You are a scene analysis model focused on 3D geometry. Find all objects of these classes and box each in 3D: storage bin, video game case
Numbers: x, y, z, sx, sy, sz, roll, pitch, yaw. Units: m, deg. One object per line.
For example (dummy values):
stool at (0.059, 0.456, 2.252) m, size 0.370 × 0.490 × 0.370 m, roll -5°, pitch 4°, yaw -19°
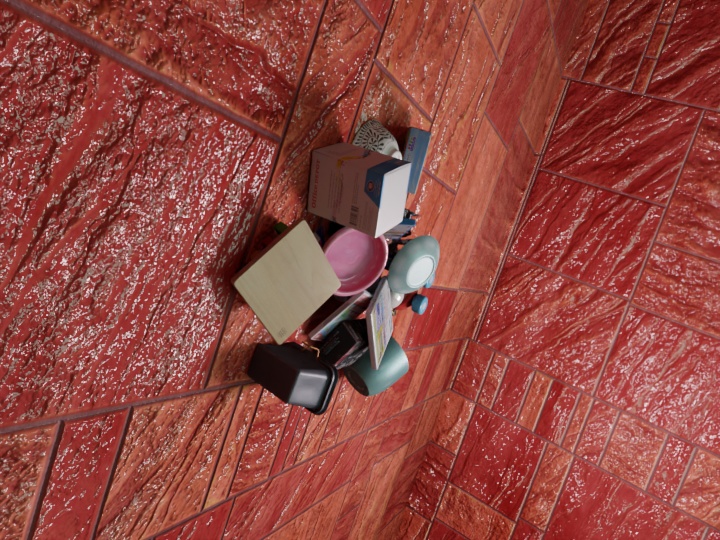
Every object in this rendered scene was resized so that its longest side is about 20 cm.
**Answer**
storage bin at (-0.168, 0.244, 1.290) m, size 0.133 × 0.196 × 0.150 m, roll 24°, pitch 89°, yaw -55°
video game case at (0.055, -0.111, 1.411) m, size 0.200 × 0.138 × 0.019 m, roll 142°, pitch -51°, yaw -79°
video game case at (0.057, 0.151, 1.565) m, size 0.184 × 0.021 × 0.206 m, roll -61°, pitch 150°, yaw -52°
video game case at (-0.047, 0.131, 1.516) m, size 0.198 × 0.018 × 0.143 m, roll -40°, pitch 161°, yaw 7°

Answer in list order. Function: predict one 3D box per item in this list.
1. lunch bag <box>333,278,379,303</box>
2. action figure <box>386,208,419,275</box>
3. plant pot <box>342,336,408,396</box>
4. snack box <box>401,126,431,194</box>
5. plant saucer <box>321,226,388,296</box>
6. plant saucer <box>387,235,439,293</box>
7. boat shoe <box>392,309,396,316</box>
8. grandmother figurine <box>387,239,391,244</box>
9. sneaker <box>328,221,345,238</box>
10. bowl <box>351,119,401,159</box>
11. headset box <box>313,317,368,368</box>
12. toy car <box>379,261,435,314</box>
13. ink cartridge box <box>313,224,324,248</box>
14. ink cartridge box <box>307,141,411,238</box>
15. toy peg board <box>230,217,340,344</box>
lunch bag at (0.000, 0.000, 1.561) m, size 0.159 × 0.081 × 0.207 m, roll -2°, pitch 110°, yaw -60°
action figure at (0.132, -0.078, 1.607) m, size 0.118 × 0.099 × 0.208 m, roll 21°, pitch 79°, yaw -69°
plant pot at (0.037, 0.311, 1.755) m, size 0.160 × 0.198 × 0.205 m, roll -39°, pitch 144°, yaw -28°
snack box at (0.146, -0.318, 1.532) m, size 0.200 × 0.065 × 0.174 m, roll -75°, pitch 180°, yaw -77°
plant saucer at (-0.024, -0.033, 1.357) m, size 0.195 × 0.051 × 0.206 m, roll -16°, pitch 129°, yaw -21°
plant saucer at (0.170, -0.006, 1.588) m, size 0.196 × 0.039 × 0.206 m, roll -23°, pitch 133°, yaw -26°
boat shoe at (0.098, 0.144, 1.886) m, size 0.070 × 0.069 × 0.207 m, roll -21°, pitch 127°, yaw -56°
grandmother figurine at (0.075, -0.129, 1.644) m, size 0.202 × 0.058 × 0.125 m, roll 63°, pitch 27°, yaw -55°
sneaker at (-0.043, -0.057, 1.437) m, size 0.082 × 0.070 × 0.206 m, roll -36°, pitch 141°, yaw -52°
bowl at (0.051, -0.285, 1.422) m, size 0.201 × 0.092 × 0.206 m, roll -45°, pitch 147°, yaw -40°
headset box at (-0.043, 0.221, 1.583) m, size 0.149 × 0.078 × 0.198 m, roll -46°, pitch 161°, yaw 20°
toy car at (0.110, 0.048, 1.700) m, size 0.198 × 0.180 × 0.183 m, roll -12°, pitch 121°, yaw -58°
ink cartridge box at (-0.136, -0.015, 1.325) m, size 0.201 × 0.036 × 0.097 m, roll -52°, pitch 150°, yaw -37°
ink cartridge box at (-0.004, -0.196, 1.254) m, size 0.145 × 0.195 × 0.151 m, roll -32°, pitch 138°, yaw -52°
toy peg board at (-0.174, 0.013, 1.180) m, size 0.199 × 0.097 × 0.203 m, roll -43°, pitch 129°, yaw -16°
